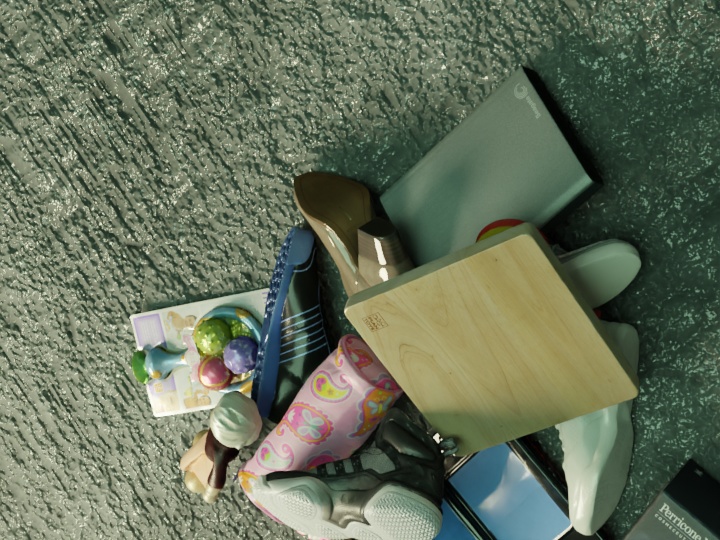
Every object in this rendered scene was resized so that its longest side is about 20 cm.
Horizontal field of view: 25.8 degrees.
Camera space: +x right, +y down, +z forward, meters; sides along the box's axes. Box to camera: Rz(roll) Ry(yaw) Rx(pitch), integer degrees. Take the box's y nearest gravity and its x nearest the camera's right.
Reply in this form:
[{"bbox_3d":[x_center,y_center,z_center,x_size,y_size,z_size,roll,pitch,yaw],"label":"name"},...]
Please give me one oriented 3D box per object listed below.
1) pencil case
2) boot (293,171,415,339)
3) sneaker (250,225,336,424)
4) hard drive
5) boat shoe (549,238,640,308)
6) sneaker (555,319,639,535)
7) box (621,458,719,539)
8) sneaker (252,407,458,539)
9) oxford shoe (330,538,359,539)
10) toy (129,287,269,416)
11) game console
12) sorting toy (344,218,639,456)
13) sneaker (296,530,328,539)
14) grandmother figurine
[{"bbox_3d":[-0.040,0.157,1.551,0.087,0.087,0.201,43,114,12],"label":"pencil case"},{"bbox_3d":[0.000,0.000,1.561,0.200,0.070,0.148,41,149,52],"label":"boot"},{"bbox_3d":[-0.059,0.059,1.612,0.077,0.070,0.203,10,94,-13],"label":"sneaker"},{"bbox_3d":[0.121,-0.075,1.489,0.200,0.033,0.141,-42,61,26],"label":"hard drive"},{"bbox_3d":[0.173,0.012,1.487,0.199,0.072,0.069,-35,48,33],"label":"boat shoe"},{"bbox_3d":[0.209,0.146,1.494,0.088,0.075,0.203,8,92,30],"label":"sneaker"},{"bbox_3d":[0.294,0.307,1.459,0.148,0.107,0.201,39,113,15],"label":"box"},{"bbox_3d":[-0.001,0.191,1.488,0.198,0.115,0.076,2,140,29],"label":"sneaker"},{"bbox_3d":[-0.008,0.282,1.504,0.071,0.071,0.201,39,91,13],"label":"oxford shoe"},{"bbox_3d":[-0.159,0.091,1.672,0.198,0.047,0.117,-11,96,28],"label":"toy"},{"bbox_3d":[0.110,0.255,1.528,0.200,0.118,0.173,49,126,9],"label":"game console"},{"bbox_3d":[0.123,0.052,1.428,0.197,0.070,0.201,-22,119,29],"label":"sorting toy"},{"bbox_3d":[0.013,0.255,1.600,0.199,0.081,0.089,29,113,18],"label":"sneaker"},{"bbox_3d":[-0.143,0.175,1.604,0.060,0.200,0.123,7,65,-12],"label":"grandmother figurine"}]
